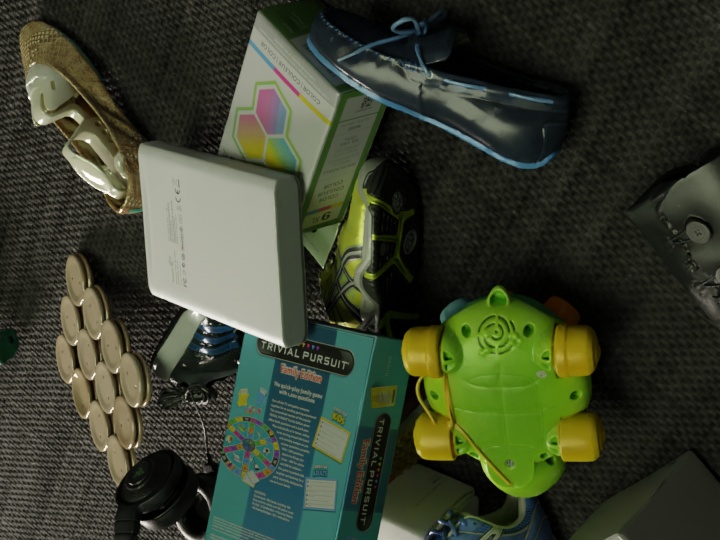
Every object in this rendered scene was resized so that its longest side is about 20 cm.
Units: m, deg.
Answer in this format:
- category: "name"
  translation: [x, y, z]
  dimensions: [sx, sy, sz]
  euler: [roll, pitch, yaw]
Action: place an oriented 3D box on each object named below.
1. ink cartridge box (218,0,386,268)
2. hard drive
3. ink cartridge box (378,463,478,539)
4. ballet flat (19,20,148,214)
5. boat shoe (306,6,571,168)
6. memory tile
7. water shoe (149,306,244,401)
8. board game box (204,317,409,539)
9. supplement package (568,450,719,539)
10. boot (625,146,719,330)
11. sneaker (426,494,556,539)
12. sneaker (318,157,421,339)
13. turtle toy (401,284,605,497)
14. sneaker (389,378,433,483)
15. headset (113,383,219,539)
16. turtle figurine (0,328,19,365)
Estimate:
- category: "ink cartridge box"
  translation: [-0.051, -0.098, 1.313]
  dimensions: [0.104, 0.059, 0.200]
  euler: [49, 138, 27]
- category: "hard drive"
  translation: [-0.112, -0.025, 1.349]
  dimensions: [0.200, 0.026, 0.132]
  euler: [17, 115, 50]
- category: "ink cartridge box"
  translation: [-0.005, 0.228, 1.480]
  dimensions: [0.200, 0.083, 0.147]
  euler: [21, 127, 30]
- category: "ballet flat"
  translation: [-0.242, -0.130, 1.466]
  dimensions: [0.200, 0.065, 0.071]
  euler: [49, 136, 5]
- category: "boat shoe"
  translation: [0.061, -0.147, 1.207]
  dimensions: [0.200, 0.084, 0.069]
  euler: [25, 124, 5]
- category: "memory tile"
  translation: [-0.240, 0.092, 1.579]
  dimensions: [0.200, 0.017, 0.153]
  euler: [53, 141, 42]
- category: "water shoe"
  translation: [-0.114, 0.042, 1.481]
  dimensions: [0.079, 0.072, 0.200]
  euler: [30, 140, -9]
- category: "board game box"
  translation: [-0.042, 0.139, 1.323]
  dimensions: [0.151, 0.047, 0.200]
  euler: [11, 90, 46]
- category: "supplement package"
  translation: [0.247, 0.260, 1.261]
  dimensions: [0.200, 0.121, 0.120]
  euler: [51, 137, 3]
- category: "boot"
  translation: [0.288, 0.002, 1.114]
  dimensions: [0.165, 0.066, 0.200]
  euler: [-32, 89, 44]
- category: "sneaker"
  translation: [0.068, 0.234, 1.356]
  dimensions: [0.076, 0.200, 0.077]
  euler: [5, 110, 60]
- category: "sneaker"
  translation: [0.000, 0.000, 1.340]
  dimensions: [0.076, 0.075, 0.200]
  euler: [22, 127, 28]
- category: "turtle toy"
  translation: [0.115, 0.094, 1.281]
  dimensions: [0.146, 0.101, 0.200]
  euler: [0, 120, 14]
- category: "sneaker"
  translation: [-0.005, 0.137, 1.381]
  dimensions: [0.200, 0.075, 0.090]
  euler: [-47, 63, 3]
- category: "headset"
  translation: [-0.161, 0.195, 1.466]
  dimensions: [0.094, 0.123, 0.200]
  euler: [-8, 66, 42]
- category: "turtle figurine"
  translation: [-0.449, 0.075, 1.746]
  dimensions: [0.200, 0.101, 0.150]
  euler: [-22, 116, 30]
